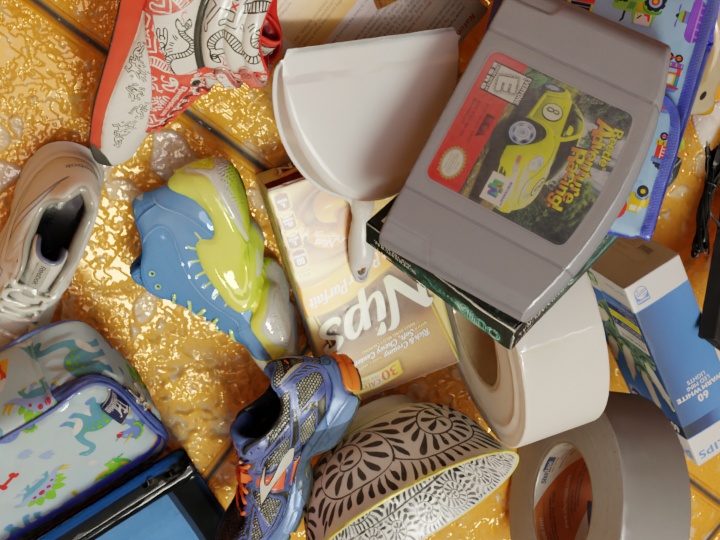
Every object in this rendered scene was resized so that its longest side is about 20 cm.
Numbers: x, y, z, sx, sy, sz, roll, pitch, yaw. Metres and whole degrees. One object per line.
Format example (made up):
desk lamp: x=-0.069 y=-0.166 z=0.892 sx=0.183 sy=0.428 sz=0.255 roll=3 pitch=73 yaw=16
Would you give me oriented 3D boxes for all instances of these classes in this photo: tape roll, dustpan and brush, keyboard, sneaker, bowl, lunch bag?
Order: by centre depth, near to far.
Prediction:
sneaker: x=-0.119 y=-0.134 z=0.783 sx=0.107 sy=0.067 sz=0.202 roll=21 pitch=131 yaw=-5
lunch bag: x=0.150 y=-0.111 z=0.789 sx=0.149 sy=0.094 sz=0.201 roll=16 pitch=77 yaw=16
sneaker: x=-0.247 y=0.003 z=0.831 sx=0.074 sy=0.087 sz=0.201 roll=19 pitch=104 yaw=-24
dustpan and brush: x=0.004 y=-0.075 z=0.832 sx=0.138 sy=0.057 sz=0.202 roll=-11 pitch=114 yaw=-18
lunch bag: x=-0.253 y=0.134 z=0.853 sx=0.199 sy=0.083 sz=0.161 roll=-31 pitch=149 yaw=-5
tape roll: x=0.119 y=0.034 z=0.893 sx=0.070 sy=0.203 sz=0.204 roll=-16 pitch=113 yaw=-10
sneaker: x=-0.118 y=0.009 z=0.893 sx=0.104 sy=0.076 sz=0.201 roll=-14 pitch=115 yaw=8
sneaker: x=-0.076 y=0.145 z=0.903 sx=0.078 sy=0.075 sz=0.201 roll=16 pitch=109 yaw=-28
bowl: x=0.024 y=0.168 z=0.954 sx=0.200 sy=0.095 sz=0.201 roll=-25 pitch=155 yaw=-12
keyboard: x=0.319 y=-0.033 z=0.967 sx=0.127 sy=0.020 sz=0.202 roll=30 pitch=68 yaw=-42
tape roll: x=0.202 y=0.204 z=0.983 sx=0.066 sy=0.200 sz=0.202 roll=9 pitch=107 yaw=-18

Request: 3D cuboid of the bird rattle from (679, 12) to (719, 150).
bird rattle: x=0.232 y=-0.192 z=0.926 sx=0.162 sy=0.112 sz=0.202 roll=-4 pitch=98 yaw=-28

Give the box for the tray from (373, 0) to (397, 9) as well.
tray: x=0.070 y=-0.267 z=0.804 sx=0.199 sy=0.037 sz=0.099 roll=-32 pitch=103 yaw=-32

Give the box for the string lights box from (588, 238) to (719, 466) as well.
string lights box: x=0.265 y=0.064 z=1.004 sx=0.059 sy=0.103 sz=0.201 roll=-31 pitch=115 yaw=-6

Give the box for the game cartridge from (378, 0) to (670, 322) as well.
game cartridge: x=0.113 y=-0.076 z=0.739 sx=0.132 sy=0.041 sz=0.201 roll=28 pitch=90 yaw=16

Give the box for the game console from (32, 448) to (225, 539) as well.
game console: x=-0.201 y=0.246 z=0.917 sx=0.199 sy=0.171 sz=0.119 roll=-32 pitch=89 yaw=-8

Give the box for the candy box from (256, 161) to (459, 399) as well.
candy box: x=0.000 y=0.000 z=0.924 sx=0.115 sy=0.055 sz=0.201 roll=-20 pitch=113 yaw=-8

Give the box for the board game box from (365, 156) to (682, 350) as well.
board game box: x=0.119 y=-0.050 z=0.813 sx=0.200 sy=0.135 sz=0.028 roll=-42 pitch=155 yaw=-24

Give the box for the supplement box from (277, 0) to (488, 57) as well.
supplement box: x=-0.022 y=-0.210 z=0.830 sx=0.200 sy=0.074 sz=0.126 roll=38 pitch=96 yaw=-25
